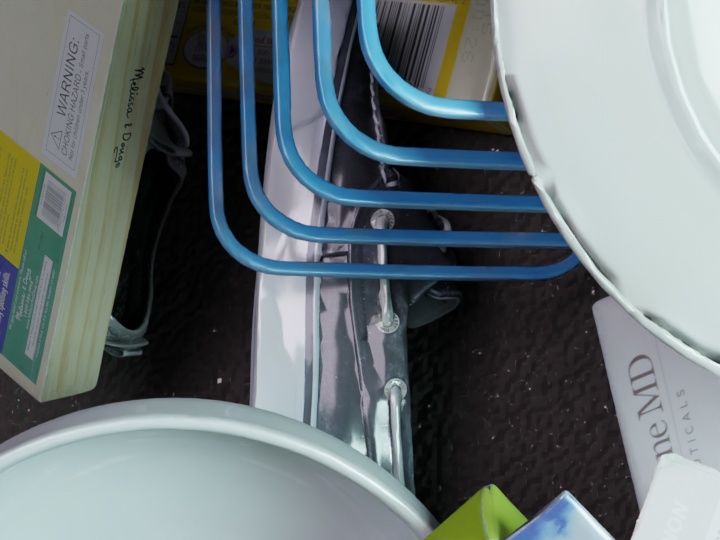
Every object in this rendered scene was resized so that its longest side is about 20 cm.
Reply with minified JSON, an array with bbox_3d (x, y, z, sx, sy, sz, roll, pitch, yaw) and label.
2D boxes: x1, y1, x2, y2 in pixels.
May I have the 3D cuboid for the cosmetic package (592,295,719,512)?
[{"bbox_3d":[0.175,0.026,0.707,0.200,0.071,0.101,-24,61,24],"label":"cosmetic package"}]

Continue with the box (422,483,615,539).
[{"bbox_3d":[0.021,0.155,0.724,0.200,0.122,0.048,-42,14,14],"label":"box"}]

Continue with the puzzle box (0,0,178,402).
[{"bbox_3d":[-0.118,-0.073,0.845,0.133,0.025,0.200,37,124,35],"label":"puzzle box"}]

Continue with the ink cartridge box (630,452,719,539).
[{"bbox_3d":[0.147,0.155,0.652,0.200,0.050,0.161,19,83,18],"label":"ink cartridge box"}]

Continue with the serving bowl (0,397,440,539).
[{"bbox_3d":[-0.053,0.125,0.775,0.200,0.200,0.066,-40,13,14],"label":"serving bowl"}]

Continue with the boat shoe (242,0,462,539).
[{"bbox_3d":[0.000,0.000,0.835,0.068,0.072,0.200,4,74,-3],"label":"boat shoe"}]

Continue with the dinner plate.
[{"bbox_3d":[0.131,-0.065,0.621,0.024,0.200,0.200,170,122,-78],"label":"dinner plate"}]

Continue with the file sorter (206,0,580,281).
[{"bbox_3d":[0.038,-0.076,0.726,0.200,0.139,0.123,139,130,-71],"label":"file sorter"}]

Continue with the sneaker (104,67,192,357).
[{"bbox_3d":[-0.084,-0.065,0.889,0.082,0.075,0.200,22,114,37],"label":"sneaker"}]

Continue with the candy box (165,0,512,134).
[{"bbox_3d":[-0.020,-0.109,0.915,0.200,0.026,0.102,10,78,35],"label":"candy box"}]
